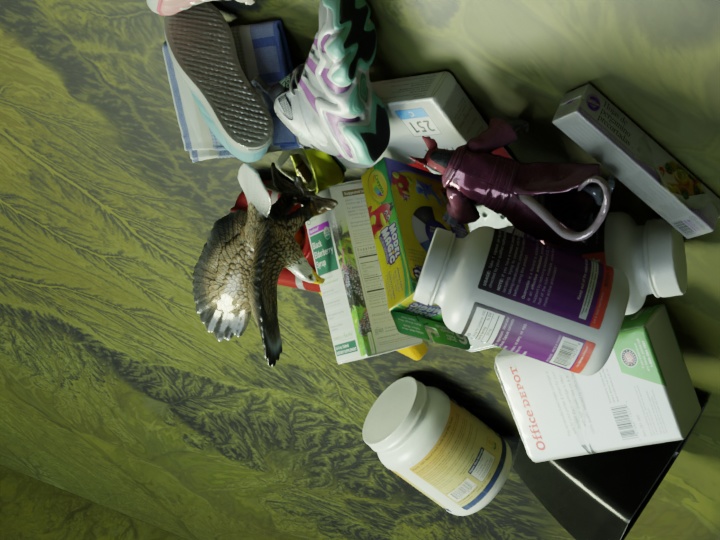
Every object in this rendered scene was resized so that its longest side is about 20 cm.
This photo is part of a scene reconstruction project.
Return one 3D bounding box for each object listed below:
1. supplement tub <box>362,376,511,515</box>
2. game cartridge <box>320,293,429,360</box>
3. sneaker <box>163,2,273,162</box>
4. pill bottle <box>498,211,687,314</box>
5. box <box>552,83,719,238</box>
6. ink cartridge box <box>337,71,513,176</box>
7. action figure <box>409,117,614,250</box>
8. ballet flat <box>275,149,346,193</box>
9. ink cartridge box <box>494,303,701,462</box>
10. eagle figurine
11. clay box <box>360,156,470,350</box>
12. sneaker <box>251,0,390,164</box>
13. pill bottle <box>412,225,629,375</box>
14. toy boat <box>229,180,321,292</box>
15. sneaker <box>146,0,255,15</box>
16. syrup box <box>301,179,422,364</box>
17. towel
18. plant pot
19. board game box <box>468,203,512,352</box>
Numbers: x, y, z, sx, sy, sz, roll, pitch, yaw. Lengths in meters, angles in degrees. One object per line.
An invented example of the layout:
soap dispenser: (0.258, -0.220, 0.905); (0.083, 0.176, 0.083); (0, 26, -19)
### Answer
supplement tub: (0.116, 0.266, 2.083); (0.200, 0.145, 0.144); (38, 153, -21)
game cartridge: (-0.013, 0.030, 1.848); (0.176, 0.032, 0.200); (24, 161, 48)
sneaker: (-0.160, -0.202, 1.487); (0.200, 0.074, 0.082); (65, 162, 13)
pill bottle: (0.242, -0.003, 1.463); (0.200, 0.112, 0.111); (-8, 141, 23)
box: (0.277, -0.106, 1.354); (0.200, 0.039, 0.041); (37, 152, -18)
ink cartridge box: (0.061, -0.136, 1.507); (0.200, 0.045, 0.176); (-1, 142, 45)
action figure: (0.142, -0.078, 1.372); (0.200, 0.134, 0.149); (19, -162, 1)
ballet flat: (-0.079, -0.152, 1.576); (0.067, 0.067, 0.200); (37, 167, 42)
ink cartridge box: (0.280, 0.135, 1.626); (0.200, 0.084, 0.146); (-14, 102, 33)
eagle figurine: (-0.108, -0.009, 1.538); (0.151, 0.200, 0.152); (33, 173, 9)
clay box: (0.072, -0.017, 1.472); (0.115, 0.200, 0.048); (15, 140, -38)
sneaker: (-0.053, -0.203, 1.407); (0.140, 0.078, 0.200); (10, 126, 28)
pill bottle: (0.159, 0.024, 1.363); (0.200, 0.113, 0.112); (19, 154, 1)
toy boat: (-0.097, -0.042, 1.703); (0.200, 0.131, 0.131); (10, -173, 32)
sneaker: (-0.144, -0.293, 1.377); (0.105, 0.075, 0.200); (38, 149, -8)
syrup box: (0.000, 0.000, 1.587); (0.079, 0.081, 0.200); (-19, 84, 60)
towel: (-0.142, -0.200, 1.538); (0.200, 0.024, 0.147); (-1, 107, 44)
plant pot: (0.312, 0.235, 1.794); (0.177, 0.200, 0.200); (31, 157, 17)
board game box: (0.158, 0.001, 1.601); (0.200, 0.026, 0.200); (-16, 123, 37)
